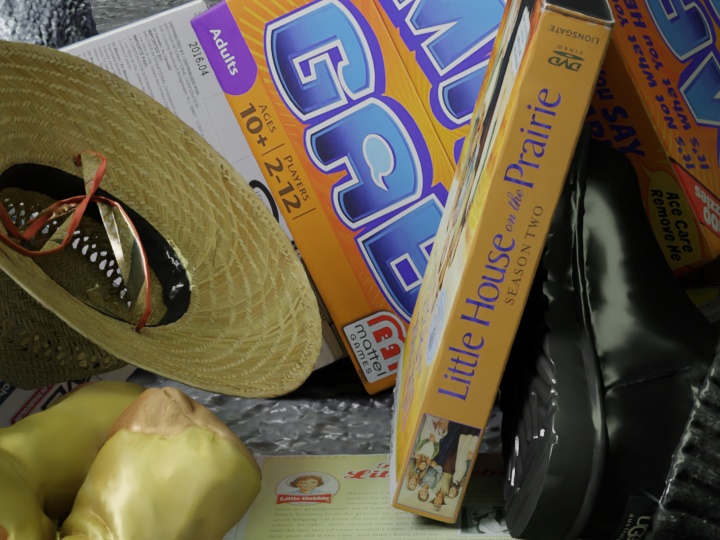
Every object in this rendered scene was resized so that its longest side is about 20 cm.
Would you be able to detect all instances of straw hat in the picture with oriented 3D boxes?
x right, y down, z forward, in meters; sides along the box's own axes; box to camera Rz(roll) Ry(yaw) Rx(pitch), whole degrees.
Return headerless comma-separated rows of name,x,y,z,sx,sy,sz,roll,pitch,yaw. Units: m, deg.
straw hat,-0.118,0.002,0.766,0.200,0.085,0.202,35,25,-19

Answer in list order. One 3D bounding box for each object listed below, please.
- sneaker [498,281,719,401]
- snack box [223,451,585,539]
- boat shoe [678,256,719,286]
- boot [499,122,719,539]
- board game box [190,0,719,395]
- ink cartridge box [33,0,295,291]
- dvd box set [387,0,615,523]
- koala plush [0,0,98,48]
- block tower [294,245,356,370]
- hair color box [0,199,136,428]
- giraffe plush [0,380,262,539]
sneaker,0.154,0.031,0.883,0.198,0.076,0.076,-9,22,-19
snack box,-0.011,0.112,0.745,0.198,0.037,0.116,-1,21,5
boat shoe,0.233,-0.021,1.027,0.198,0.073,0.065,2,3,27
boot,0.137,0.038,0.754,0.156,0.080,0.212,11,49,-8
board game box,0.082,-0.090,0.933,0.199,0.201,0.200,-23,4,35
ink cartridge box,-0.121,-0.049,0.985,0.199,0.138,0.076,-22,2,-17
dvd box set,0.052,-0.022,0.755,0.029,0.202,0.147,15,20,-3
koala plush,-0.181,-0.072,1.103,0.176,0.185,0.200,-15,35,-28
block tower,0.000,0.000,0.993,0.054,0.058,0.200,-24,5,35
hair color box,-0.194,0.000,0.824,0.100,0.200,0.061,-47,26,1
giraffe plush,-0.155,0.075,0.623,0.172,0.162,0.201,-27,24,34
